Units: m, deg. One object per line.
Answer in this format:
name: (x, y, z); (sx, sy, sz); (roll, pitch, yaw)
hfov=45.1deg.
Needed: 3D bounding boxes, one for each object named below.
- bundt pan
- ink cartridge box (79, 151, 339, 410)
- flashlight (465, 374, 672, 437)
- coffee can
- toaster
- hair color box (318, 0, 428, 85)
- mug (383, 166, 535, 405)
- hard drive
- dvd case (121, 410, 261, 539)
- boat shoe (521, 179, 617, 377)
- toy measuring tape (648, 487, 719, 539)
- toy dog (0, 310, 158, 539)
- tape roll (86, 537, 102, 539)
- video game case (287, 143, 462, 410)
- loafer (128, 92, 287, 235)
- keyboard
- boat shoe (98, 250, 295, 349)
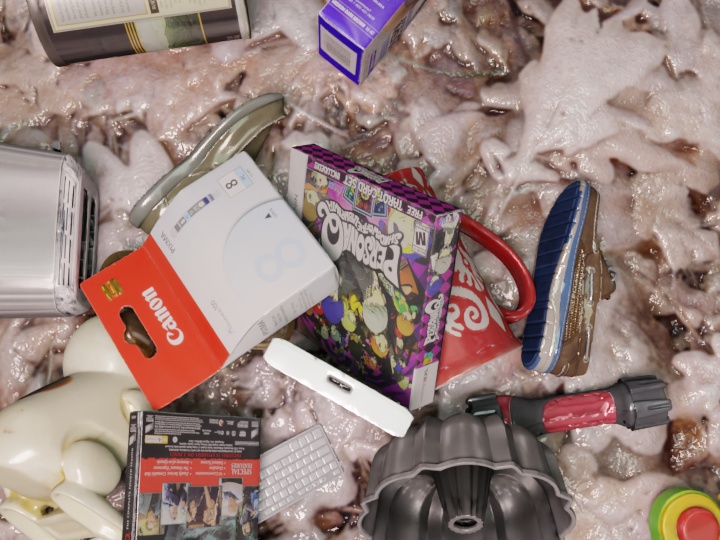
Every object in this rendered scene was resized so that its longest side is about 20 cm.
bundt pan: (0.096, 0.204, 0.809); (0.199, 0.204, 0.076); (4, 44, -2)
ink cartridge box: (-0.142, 0.003, 0.783); (0.199, 0.047, 0.161); (-33, 63, -12)
flashlight: (0.206, 0.145, 0.864); (0.197, 0.068, 0.068); (-9, 50, 1)
coffee can: (-0.216, -0.290, 0.858); (0.197, 0.146, 0.149); (-9, 84, -4)
toaster: (-0.328, -0.029, 0.839); (0.127, 0.114, 0.203); (2, 79, -5)
hair color box: (0.040, -0.298, 0.890); (0.065, 0.109, 0.201); (37, 84, 2)
mug: (0.067, 0.010, 0.866); (0.133, 0.177, 0.202); (-33, 79, 36)
hard drive: (-0.020, 0.107, 0.792); (0.131, 0.200, 0.026); (29, 83, 3)
dvd case: (-0.146, 0.228, 0.759); (0.022, 0.145, 0.203); (-10, 74, 37)
boat shoe: (0.219, 0.010, 0.889); (0.071, 0.072, 0.203); (16, 85, -13)
toy measuring tape: (0.289, 0.266, 0.858); (0.198, 0.074, 0.074); (-23, 85, -6)
toy dog: (-0.257, 0.131, 0.806); (0.194, 0.139, 0.201); (42, 44, -18)
tape roll: (-0.208, 0.342, 0.826); (0.197, 0.066, 0.204); (0, 83, -2)
video game case: (0.000, 0.000, 0.788); (0.036, 0.199, 0.184); (-15, 122, -39)
loafer: (-0.143, -0.100, 0.884); (0.200, 0.075, 0.070); (-44, 99, -2)
keyboard: (-0.108, 0.216, 0.833); (0.198, 0.011, 0.057); (-23, 88, -31)
boat shoe: (-0.158, 0.031, 0.864); (0.197, 0.066, 0.075); (19, 75, 4)
